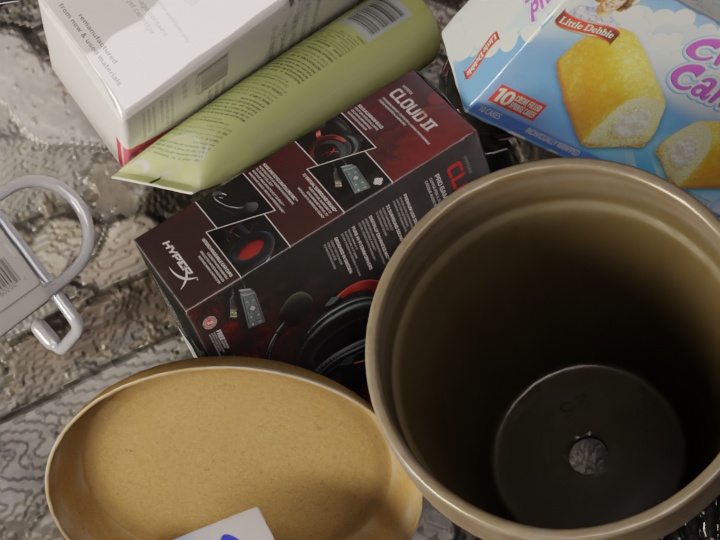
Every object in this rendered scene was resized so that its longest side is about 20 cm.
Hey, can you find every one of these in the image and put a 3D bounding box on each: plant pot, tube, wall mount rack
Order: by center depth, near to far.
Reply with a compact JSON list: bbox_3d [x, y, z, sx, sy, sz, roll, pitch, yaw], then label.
[{"bbox_3d":[0.114,0.070,1.114,0.198,0.174,0.202,-5,64,10],"label":"plant pot"},{"bbox_3d":[-0.066,0.110,1.136,0.198,0.201,0.028,6,45,-5],"label":"plant pot"},{"bbox_3d":[-0.248,0.003,1.156,0.200,0.075,0.174,-38,91,-30],"label":"wall mount rack"},{"bbox_3d":[-0.041,-0.092,1.183,0.199,0.058,0.052,-35,77,-32],"label":"tube"}]

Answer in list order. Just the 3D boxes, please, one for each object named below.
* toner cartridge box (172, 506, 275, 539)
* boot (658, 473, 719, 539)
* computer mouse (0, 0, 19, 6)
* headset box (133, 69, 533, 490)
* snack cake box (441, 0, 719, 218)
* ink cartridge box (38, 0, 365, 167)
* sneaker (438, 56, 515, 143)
[{"bbox_3d":[-0.053,0.222,1.071,0.094,0.043,0.201,-20,56,-17],"label":"toner cartridge box"},{"bbox_3d":[0.167,0.196,1.187,0.209,0.079,0.159,-14,87,-13],"label":"boot"},{"bbox_3d":[-0.207,-0.215,1.216,0.198,0.046,0.142,-16,86,-8],"label":"computer mouse"},{"bbox_3d":[0.000,0.000,1.157,0.199,0.149,0.075,-31,43,-10],"label":"headset box"},{"bbox_3d":[0.157,-0.111,1.163,0.199,0.115,0.068,21,38,-32],"label":"snack cake box"},{"bbox_3d":[-0.070,-0.155,1.173,0.199,0.146,0.085,-35,86,-10],"label":"ink cartridge box"},{"bbox_3d":[0.131,-0.153,1.210,0.199,0.116,0.076,-38,88,-10],"label":"sneaker"}]
